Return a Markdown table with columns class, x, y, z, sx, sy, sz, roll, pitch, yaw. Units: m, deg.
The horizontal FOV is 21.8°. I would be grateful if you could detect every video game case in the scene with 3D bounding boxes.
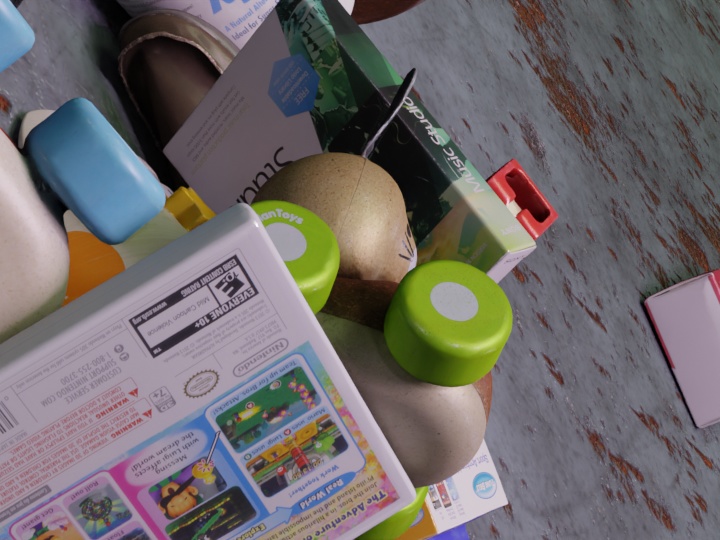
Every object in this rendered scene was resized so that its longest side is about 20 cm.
| class | x | y | z | sx | sy | sz | roll | pitch | yaw |
| --- | --- | --- | --- | --- | --- | --- | --- | --- | --- |
| video game case | -0.095 | 0.088 | 0.807 | 0.182 | 0.200 | 0.024 | 61 | -4 | -37 |

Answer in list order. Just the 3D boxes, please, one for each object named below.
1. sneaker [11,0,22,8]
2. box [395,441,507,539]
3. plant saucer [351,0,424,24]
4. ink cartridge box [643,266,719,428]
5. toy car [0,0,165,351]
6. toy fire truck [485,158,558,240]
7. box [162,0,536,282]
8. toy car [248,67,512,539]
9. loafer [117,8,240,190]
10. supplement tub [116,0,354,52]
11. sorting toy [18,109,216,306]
| class | x | y | z | sx | sy | sz | roll | pitch | yaw |
| --- | --- | --- | --- | --- | --- | --- | --- | --- | --- |
| sneaker | -0.223 | -0.164 | 1.014 | 0.083 | 0.072 | 0.200 | 32 | 31 | -11 |
| box | 0.036 | 0.103 | 1.275 | 0.119 | 0.041 | 0.200 | -8 | 73 | -62 |
| plant saucer | -0.017 | -0.226 | 1.312 | 0.200 | 0.200 | 0.037 | 35 | 47 | -48 |
| ink cartridge box | 0.386 | 0.072 | 1.974 | 0.200 | 0.086 | 0.148 | -14 | 79 | -64 |
| toy car | -0.214 | -0.049 | 0.825 | 0.177 | 0.184 | 0.200 | 52 | -2 | -25 |
| toy fire truck | 0.024 | 0.017 | 1.157 | 0.049 | 0.141 | 0.200 | 52 | 45 | -3 |
| box | -0.011 | -0.043 | 1.062 | 0.200 | 0.144 | 0.036 | 51 | 34 | 13 |
| toy car | 0.000 | 0.000 | 0.929 | 0.158 | 0.164 | 0.200 | 19 | 48 | -2 |
| loafer | -0.086 | -0.072 | 1.165 | 0.200 | 0.073 | 0.071 | 56 | 25 | -16 |
| supplement tub | -0.107 | -0.214 | 1.194 | 0.200 | 0.132 | 0.132 | 47 | 29 | -33 |
| sorting toy | -0.119 | -0.011 | 1.043 | 0.200 | 0.107 | 0.180 | 33 | 20 | -50 |
